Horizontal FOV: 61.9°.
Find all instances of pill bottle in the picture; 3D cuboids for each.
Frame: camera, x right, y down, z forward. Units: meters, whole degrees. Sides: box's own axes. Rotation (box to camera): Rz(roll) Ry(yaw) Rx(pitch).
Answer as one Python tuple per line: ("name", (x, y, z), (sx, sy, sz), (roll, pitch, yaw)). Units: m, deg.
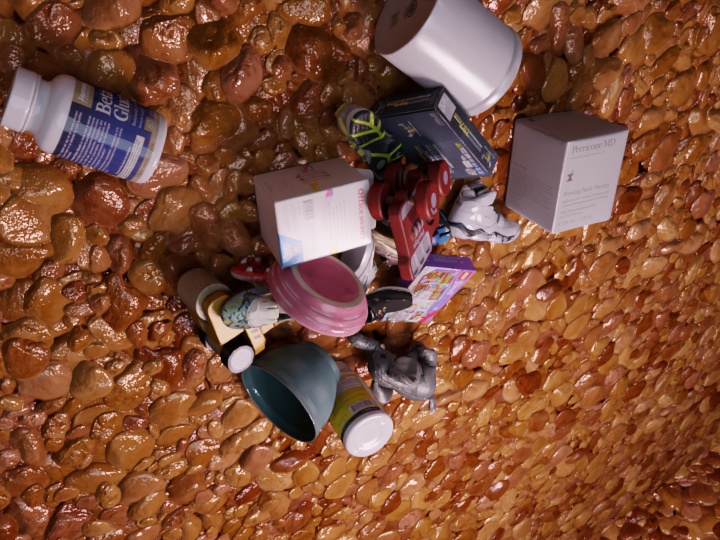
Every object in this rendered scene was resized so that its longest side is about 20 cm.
("pill bottle", (-0.022, 0.293, 1.301), (0.113, 0.200, 0.115), (-14, 123, -22))
("pill bottle", (-0.389, -0.207, 0.851), (0.199, 0.111, 0.112), (17, 109, -36))

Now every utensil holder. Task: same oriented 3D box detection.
("utensil holder", (0.147, -0.384, 1.013), (0.199, 0.170, 0.171), (23, 105, -36))

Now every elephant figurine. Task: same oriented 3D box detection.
("elephant figurine", (0.072, 0.229, 1.352), (0.199, 0.155, 0.143), (4, 106, -40))

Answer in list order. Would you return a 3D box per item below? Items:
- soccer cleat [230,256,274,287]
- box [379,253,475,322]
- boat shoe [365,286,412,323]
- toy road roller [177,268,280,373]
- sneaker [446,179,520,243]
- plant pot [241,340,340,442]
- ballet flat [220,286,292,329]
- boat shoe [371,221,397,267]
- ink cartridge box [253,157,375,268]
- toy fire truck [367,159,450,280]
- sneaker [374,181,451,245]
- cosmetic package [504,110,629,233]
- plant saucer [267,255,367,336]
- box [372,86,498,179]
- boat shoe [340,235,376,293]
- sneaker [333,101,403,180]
("soccer cleat", (-0.157, 0.027, 1.154), (0.198, 0.069, 0.086), (5, 111, -37))
("box", (0.137, 0.042, 1.295), (0.136, 0.039, 0.200), (5, 140, -31))
("boat shoe", (0.018, 0.077, 1.206), (0.199, 0.063, 0.074), (-5, 141, -22))
("toy road roller", (-0.232, 0.072, 1.109), (0.146, 0.122, 0.201), (-36, 131, -25))
("sneaker", (0.279, -0.126, 1.299), (0.198, 0.075, 0.116), (2, 120, -26))
("plant pot", (-0.125, 0.229, 1.230), (0.134, 0.199, 0.202), (-43, 135, -34))
("ballet flat", (-0.152, 0.064, 1.059), (0.199, 0.074, 0.075), (-15, 128, -51))
("boat shoe", (0.066, -0.046, 1.242), (0.199, 0.073, 0.072), (23, 129, -40))
("ink cartridge box", (-0.073, -0.111, 1.078), (0.198, 0.125, 0.130), (-16, 125, -20))
("toy fire truck", (0.100, -0.101, 1.087), (0.200, 0.111, 0.169), (-56, 140, -49))
("sneaker", (0.094, -0.123, 1.207), (0.199, 0.082, 0.073), (30, 127, -21))
("cosmetic package", (0.429, -0.214, 1.275), (0.166, 0.166, 0.202), (-14, 123, -21))
("plant saucer", (-0.068, 0.030, 1.086), (0.199, 0.201, 0.051), (12, 125, -34))
("box", (0.135, -0.242, 1.097), (0.200, 0.157, 0.051), (39, 68, -39))
("boat shoe", (0.000, 0.000, 1.205), (0.065, 0.072, 0.201), (-5, 133, -28))
("sneaker", (0.018, -0.240, 1.092), (0.075, 0.076, 0.200), (-42, 148, -2))
